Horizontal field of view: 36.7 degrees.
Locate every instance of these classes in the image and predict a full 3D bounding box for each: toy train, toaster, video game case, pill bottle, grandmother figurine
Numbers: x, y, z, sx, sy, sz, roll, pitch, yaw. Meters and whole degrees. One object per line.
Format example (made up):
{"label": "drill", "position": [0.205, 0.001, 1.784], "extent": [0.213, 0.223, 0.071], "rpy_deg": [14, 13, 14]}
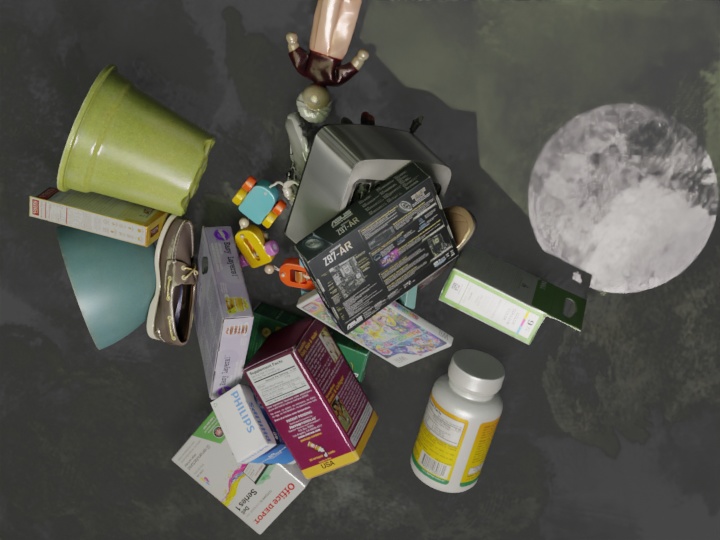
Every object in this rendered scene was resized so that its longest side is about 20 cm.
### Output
{"label": "toy train", "position": [-0.115, -0.059, 1.615], "extent": [0.149, 0.056, 0.202], "rpy_deg": [5, 123, 16]}
{"label": "toaster", "position": [0.013, -0.108, 1.503], "extent": [0.119, 0.179, 0.202], "rpy_deg": [45, 125, 43]}
{"label": "video game case", "position": [0.020, 0.076, 1.612], "extent": [0.199, 0.018, 0.143], "rpy_deg": [32, 148, -21]}
{"label": "pill bottle", "position": [0.152, 0.226, 1.652], "extent": [0.112, 0.113, 0.202], "rpy_deg": [19, 116, 9]}
{"label": "grandmother figurine", "position": [-0.051, -0.307, 1.530], "extent": [0.120, 0.061, 0.202], "rpy_deg": [21, 114, 18]}

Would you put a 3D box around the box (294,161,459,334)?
{"label": "box", "position": [0.026, -0.027, 1.456], "extent": [0.199, 0.044, 0.161], "rpy_deg": [-36, 136, -8]}

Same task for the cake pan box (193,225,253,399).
{"label": "cake pan box", "position": [-0.212, 0.066, 1.638], "extent": [0.052, 0.185, 0.201], "rpy_deg": [-2, 137, -17]}

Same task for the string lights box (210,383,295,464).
{"label": "string lights box", "position": [-0.144, 0.240, 1.677], "extent": [0.059, 0.200, 0.103], "rpy_deg": [-32, 70, 13]}

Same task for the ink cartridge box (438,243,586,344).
{"label": "ink cartridge box", "position": [0.220, 0.043, 1.561], "extent": [0.198, 0.104, 0.060], "rpy_deg": [26, 117, 5]}

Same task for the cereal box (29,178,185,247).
{"label": "cereal box", "position": [-0.386, -0.099, 1.667], "extent": [0.198, 0.144, 0.040], "rpy_deg": [14, 116, 12]}

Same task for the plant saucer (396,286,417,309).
{"label": "plant saucer", "position": [0.000, 0.000, 1.615], "extent": [0.199, 0.019, 0.071], "rpy_deg": [18, 111, 33]}

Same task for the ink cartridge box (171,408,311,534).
{"label": "ink cartridge box", "position": [-0.189, 0.318, 1.808], "extent": [0.200, 0.084, 0.145], "rpy_deg": [41, 117, -2]}

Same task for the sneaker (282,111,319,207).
{"label": "sneaker", "position": [-0.084, -0.133, 1.598], "extent": [0.081, 0.075, 0.202], "rpy_deg": [-8, 109, 18]}

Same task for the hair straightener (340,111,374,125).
{"label": "hair straightener", "position": [-0.017, -0.129, 1.588], "extent": [0.041, 0.076, 0.202], "rpy_deg": [40, 137, 47]}

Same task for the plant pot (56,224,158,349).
{"label": "plant pot", "position": [-0.378, 0.006, 1.699], "extent": [0.134, 0.200, 0.202], "rpy_deg": [-20, 107, -10]}

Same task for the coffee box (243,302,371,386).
{"label": "coffee box", "position": [-0.087, 0.141, 1.728], "extent": [0.198, 0.044, 0.124], "rpy_deg": [18, 116, 10]}

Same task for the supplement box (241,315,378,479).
{"label": "supplement box", "position": [-0.073, 0.190, 1.646], "extent": [0.102, 0.131, 0.201], "rpy_deg": [-24, 103, 24]}

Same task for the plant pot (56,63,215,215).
{"label": "plant pot", "position": [-0.322, -0.175, 1.606], "extent": [0.183, 0.201, 0.202], "rpy_deg": [23, 117, -7]}

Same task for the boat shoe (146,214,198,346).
{"label": "boat shoe", "position": [-0.278, 0.015, 1.656], "extent": [0.059, 0.072, 0.202], "rpy_deg": [16, 102, 26]}

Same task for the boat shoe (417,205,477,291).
{"label": "boat shoe", "position": [0.100, -0.025, 1.593], "extent": [0.200, 0.065, 0.072], "rpy_deg": [-44, 66, 30]}
